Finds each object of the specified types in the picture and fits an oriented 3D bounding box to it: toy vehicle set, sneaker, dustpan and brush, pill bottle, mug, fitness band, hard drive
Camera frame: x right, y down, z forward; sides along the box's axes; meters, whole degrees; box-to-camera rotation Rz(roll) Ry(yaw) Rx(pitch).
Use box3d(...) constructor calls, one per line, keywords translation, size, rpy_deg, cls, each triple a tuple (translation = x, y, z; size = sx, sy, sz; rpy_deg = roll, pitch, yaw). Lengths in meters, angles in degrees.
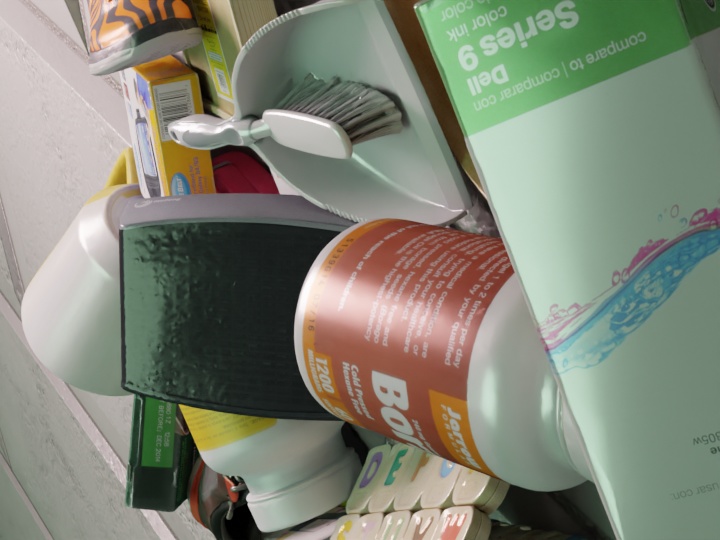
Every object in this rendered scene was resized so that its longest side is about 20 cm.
box3d(translation=(-0.091, -0.160, 0.866), size=(0.200, 0.026, 0.126), rpy_deg=(-143, 36, -65), cls="toy vehicle set")
box3d(translation=(-0.164, -0.196, 0.883), size=(0.200, 0.077, 0.113), rpy_deg=(-146, 38, -67), cls="sneaker")
box3d(translation=(-0.042, -0.083, 0.742), size=(0.199, 0.057, 0.141), rpy_deg=(15, 139, 52), cls="dustpan and brush")
box3d(translation=(-0.083, 0.128, 0.981), size=(0.082, 0.076, 0.202), rpy_deg=(-131, 37, -49), cls="sneaker")
box3d(translation=(-0.071, 0.064, 0.878), size=(0.112, 0.111, 0.202), rpy_deg=(-18, 96, 65), cls="pill bottle")
box3d(translation=(-0.214, -0.009, 1.152), size=(0.187, 0.149, 0.154), rpy_deg=(53, 137, 18), cls="mug")
box3d(translation=(-0.071, 0.000, 0.996), size=(0.200, 0.037, 0.145), rpy_deg=(50, 151, 35), cls="fitness band")
box3d(translation=(0.066, 0.041, 0.641), size=(0.199, 0.112, 0.113), rpy_deg=(13, 123, 49), cls="pill bottle")
box3d(translation=(-0.052, 0.024, 0.786), size=(0.042, 0.197, 0.137), rpy_deg=(-29, -58, -74), cls="hard drive")

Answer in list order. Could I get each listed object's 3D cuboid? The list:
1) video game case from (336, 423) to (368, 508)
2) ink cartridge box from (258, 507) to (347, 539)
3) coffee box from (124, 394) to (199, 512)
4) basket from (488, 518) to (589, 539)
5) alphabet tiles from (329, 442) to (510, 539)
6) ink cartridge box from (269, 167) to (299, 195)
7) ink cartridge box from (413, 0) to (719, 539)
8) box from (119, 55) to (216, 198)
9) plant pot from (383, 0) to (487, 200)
box3d(translation=(-0.028, 0.179, 1.075), size=(0.200, 0.025, 0.182), rpy_deg=(51, 151, 33), cls="video game case")
box3d(translation=(-0.010, 0.241, 0.975), size=(0.200, 0.067, 0.118), rpy_deg=(-21, 90, 67), cls="ink cartridge box")
box3d(translation=(-0.147, 0.119, 1.092), size=(0.200, 0.043, 0.125), rpy_deg=(0, -84, -86), cls="coffee box")
box3d(translation=(0.067, 0.236, 0.791), size=(0.200, 0.138, 0.178), rpy_deg=(-28, 86, 56), cls="basket")
box3d(translation=(0.028, 0.140, 0.758), size=(0.015, 0.197, 0.200), rpy_deg=(32, 159, -13), cls="alphabet tiles")
box3d(translation=(0.000, 0.000, 0.843), size=(0.095, 0.037, 0.202), rpy_deg=(-28, 80, 65), cls="ink cartridge box")
box3d(translation=(0.111, -0.018, 0.460), size=(0.087, 0.145, 0.202), rpy_deg=(-21, 94, 26), cls="ink cartridge box")
box3d(translation=(-0.151, -0.103, 1.016), size=(0.200, 0.041, 0.121), rpy_deg=(-143, 42, -66), cls="box")
box3d(translation=(0.045, -0.109, 0.611), size=(0.202, 0.027, 0.200), rpy_deg=(62, 176, 8), cls="plant pot")
